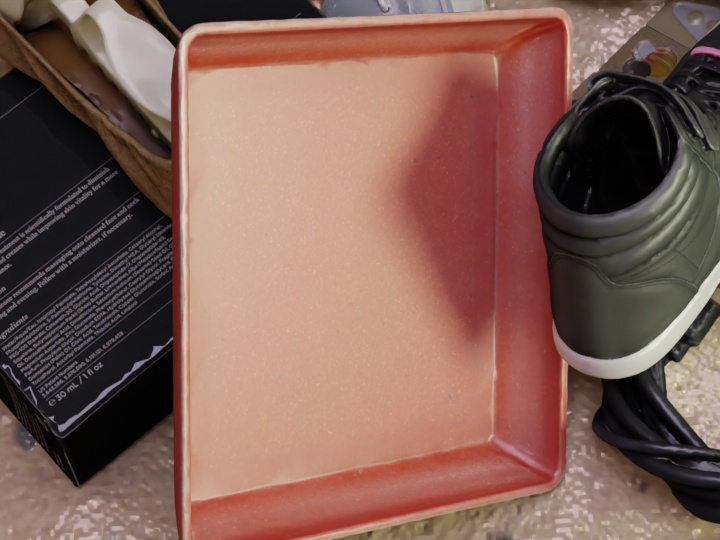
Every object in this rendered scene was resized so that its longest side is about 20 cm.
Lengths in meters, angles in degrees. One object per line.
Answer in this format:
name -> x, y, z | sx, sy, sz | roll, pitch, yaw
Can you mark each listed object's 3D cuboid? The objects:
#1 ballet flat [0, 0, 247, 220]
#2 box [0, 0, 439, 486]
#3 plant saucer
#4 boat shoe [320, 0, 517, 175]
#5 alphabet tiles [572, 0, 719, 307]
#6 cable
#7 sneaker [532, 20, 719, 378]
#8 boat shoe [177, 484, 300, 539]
ballet flat -> -0.107, -0.095, 0.991 | 0.068, 0.072, 0.200 | -38, 72, -13
box -> -0.087, -0.031, 1.044 | 0.200, 0.079, 0.141 | -39, 75, -14
plant saucer -> 0.000, 0.000, 0.971 | 0.200, 0.037, 0.200 | -8, 102, -41
boat shoe -> 0.017, -0.117, 1.090 | 0.071, 0.070, 0.201 | -20, 66, 4
alphabet tiles -> 0.186, -0.050, 1.056 | 0.200, 0.006, 0.166 | 33, 66, 30
cable -> 0.187, 0.025, 1.037 | 0.200, 0.051, 0.163 | -17, 67, -6
sneaker -> 0.134, -0.059, 1.006 | 0.071, 0.099, 0.200 | 20, 60, 26
boat shoe -> -0.007, 0.176, 0.974 | 0.075, 0.075, 0.202 | -40, 67, 0
